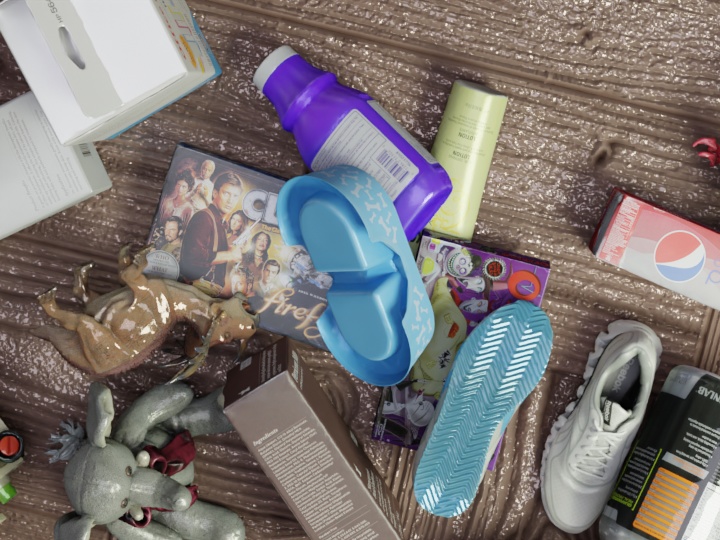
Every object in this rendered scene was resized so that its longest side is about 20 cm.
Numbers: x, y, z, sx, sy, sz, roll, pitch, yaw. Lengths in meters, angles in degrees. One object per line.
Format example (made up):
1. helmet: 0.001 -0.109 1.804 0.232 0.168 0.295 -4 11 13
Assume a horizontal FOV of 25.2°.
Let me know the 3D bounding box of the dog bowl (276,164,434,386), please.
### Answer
1. dog bowl: 0.000 0.000 1.389 0.111 0.049 0.202 -2 116 48

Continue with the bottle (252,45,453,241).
1. bottle: -0.012 -0.115 1.418 0.200 0.065 0.084 44 113 13

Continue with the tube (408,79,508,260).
1. tube: 0.081 -0.067 1.444 0.058 0.052 0.202 30 109 42

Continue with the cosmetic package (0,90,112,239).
1. cosmetic package: -0.339 -0.079 1.447 0.198 0.085 0.108 -23 95 7

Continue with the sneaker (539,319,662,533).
1. sneaker: 0.214 0.144 1.445 0.074 0.081 0.202 18 99 -1

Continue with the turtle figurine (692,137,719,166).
1. turtle figurine: 0.360 -0.064 1.381 0.100 0.201 0.150 -33 123 14

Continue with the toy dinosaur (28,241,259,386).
1. toy dinosaur: -0.201 0.053 1.424 0.198 0.086 0.136 -23 102 11

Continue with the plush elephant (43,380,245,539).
1. plush elephant: -0.199 0.183 1.435 0.198 0.155 0.167 9 98 2

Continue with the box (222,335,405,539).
1. box: -0.041 0.168 1.438 0.075 0.100 0.201 -33 105 7

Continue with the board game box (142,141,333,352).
1. board game box: -0.092 -0.020 1.465 0.198 0.035 0.137 18 98 1

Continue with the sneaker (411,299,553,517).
1. sneaker: 0.100 0.116 1.415 0.076 0.081 0.201 30 88 -3

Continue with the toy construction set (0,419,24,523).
1. toy construction set: -0.385 0.169 1.477 0.131 0.092 0.201 -40 102 -17

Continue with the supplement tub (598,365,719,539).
1. supplement tub: 0.287 0.195 1.409 0.122 0.123 0.201 27 87 0

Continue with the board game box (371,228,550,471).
1. board game box: 0.089 0.073 1.453 0.119 0.032 0.202 13 108 -2

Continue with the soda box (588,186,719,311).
1. soda box: 0.305 -0.005 1.425 0.198 0.070 0.064 24 98 0

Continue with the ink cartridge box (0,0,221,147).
1. ink cartridge box: -0.212 -0.192 1.367 0.124 0.200 0.129 -28 95 6
